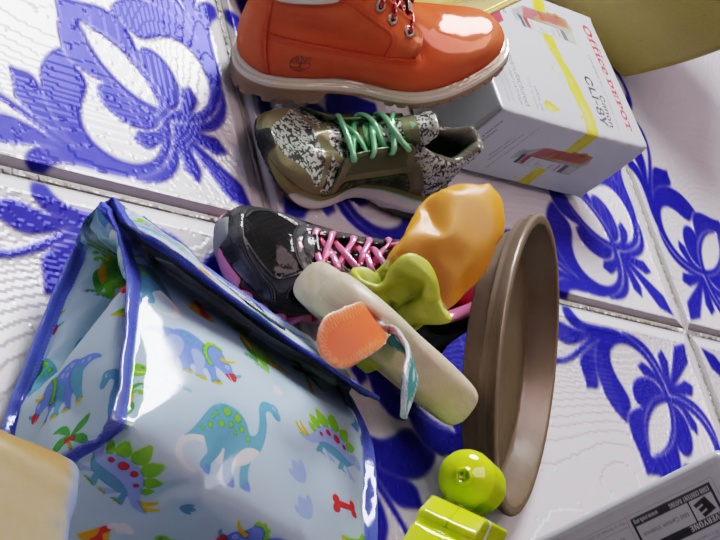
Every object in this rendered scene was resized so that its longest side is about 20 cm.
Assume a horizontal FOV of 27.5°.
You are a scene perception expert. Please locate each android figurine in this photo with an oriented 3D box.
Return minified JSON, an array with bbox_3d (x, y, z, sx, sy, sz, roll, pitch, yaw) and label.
[{"bbox_3d":[0.030,0.181,0.766,0.041,0.182,0.200,23,-6,17],"label":"android figurine"}]

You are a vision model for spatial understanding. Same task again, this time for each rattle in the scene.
[{"bbox_3d":[0.040,0.008,0.807,0.130,0.143,0.200,56,-2,15],"label":"rattle"}]

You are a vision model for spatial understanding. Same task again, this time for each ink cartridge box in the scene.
[{"bbox_3d":[0.130,-0.154,1.222,0.200,0.083,0.145,8,55,-46],"label":"ink cartridge box"}]

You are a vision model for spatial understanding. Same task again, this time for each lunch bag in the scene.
[{"bbox_3d":[-0.083,0.070,0.766,0.170,0.127,0.200,38,28,-27],"label":"lunch bag"}]

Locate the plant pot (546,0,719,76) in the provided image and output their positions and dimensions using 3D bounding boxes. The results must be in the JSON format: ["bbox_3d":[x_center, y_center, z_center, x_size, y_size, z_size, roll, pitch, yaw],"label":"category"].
[{"bbox_3d":[0.290,-0.315,1.461,0.200,0.176,0.200,40,39,-21],"label":"plant pot"}]

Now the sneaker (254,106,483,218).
[{"bbox_3d":[0.010,-0.092,1.027,0.200,0.089,0.077,2,61,-49],"label":"sneaker"}]

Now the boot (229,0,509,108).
[{"bbox_3d":[0.015,-0.171,1.005,0.200,0.107,0.075,-4,50,-16],"label":"boot"}]

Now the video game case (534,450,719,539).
[{"bbox_3d":[0.164,0.230,0.860,0.182,0.200,0.023,64,11,12],"label":"video game case"}]

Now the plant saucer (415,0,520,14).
[{"bbox_3d":[-0.002,-0.246,1.109,0.200,0.048,0.200,-27,83,-17],"label":"plant saucer"}]

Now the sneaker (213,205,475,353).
[{"bbox_3d":[0.000,0.000,0.937,0.200,0.095,0.079,25,47,-34],"label":"sneaker"}]

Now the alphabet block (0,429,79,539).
[{"bbox_3d":[-0.233,0.141,0.467,0.200,0.195,0.197,31,40,-32],"label":"alphabet block"}]

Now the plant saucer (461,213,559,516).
[{"bbox_3d":[0.100,0.061,0.976,0.200,0.029,0.200,4,90,-73],"label":"plant saucer"}]
